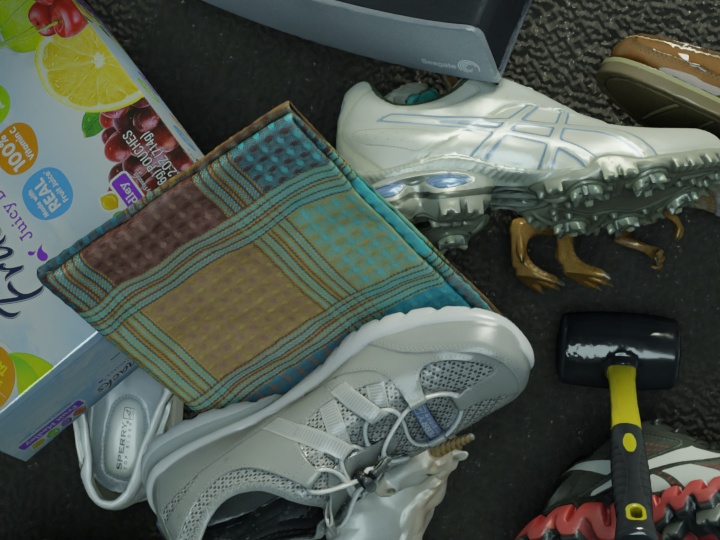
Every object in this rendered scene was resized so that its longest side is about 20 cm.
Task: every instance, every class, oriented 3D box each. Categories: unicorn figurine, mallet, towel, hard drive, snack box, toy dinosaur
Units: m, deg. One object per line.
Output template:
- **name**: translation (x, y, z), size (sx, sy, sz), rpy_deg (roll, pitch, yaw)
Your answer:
- **unicorn figurine**: translation (0.002, 0.154, 0.913), size (0.137, 0.074, 0.200), rpy_deg (-22, 131, -5)
- **mallet**: translation (0.120, 0.075, 0.861), size (0.066, 0.200, 0.041), rpy_deg (7, 116, 10)
- **towel**: translation (-0.032, 0.021, 0.820), size (0.147, 0.022, 0.200), rpy_deg (-33, 132, 15)
- **hard drive**: translation (-0.003, -0.180, 0.872), size (0.200, 0.042, 0.135), rpy_deg (20, 83, 21)
- **snack box**: translation (-0.168, -0.035, 0.878), size (0.169, 0.068, 0.200), rpy_deg (-39, 66, 4)
- **toy dinosaur**: translation (0.107, -0.046, 0.925), size (0.200, 0.060, 0.106), rpy_deg (19, 74, -7)

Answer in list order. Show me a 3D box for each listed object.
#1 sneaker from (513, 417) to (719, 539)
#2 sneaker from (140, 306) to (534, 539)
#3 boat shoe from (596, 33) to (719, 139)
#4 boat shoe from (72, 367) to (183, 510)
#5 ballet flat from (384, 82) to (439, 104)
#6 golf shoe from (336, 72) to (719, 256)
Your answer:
- **sneaker**: translation (0.168, 0.114, 0.881), size (0.200, 0.098, 0.071), rpy_deg (-18, 121, 41)
- **sneaker**: translation (-0.006, 0.088, 0.816), size (0.200, 0.082, 0.075), rpy_deg (-28, 131, 12)
- **boat shoe**: translation (0.221, -0.086, 0.910), size (0.200, 0.072, 0.068), rpy_deg (23, 83, -8)
- **boat shoe**: translation (-0.120, 0.027, 0.917), size (0.071, 0.069, 0.201), rpy_deg (0, 94, 2)
- **ballet flat**: translation (0.000, 0.000, 0.920), size (0.072, 0.072, 0.201), rpy_deg (5, 93, 0)
- **golf shoe**: translation (0.084, -0.065, 0.858), size (0.200, 0.078, 0.097), rpy_deg (-5, 68, -12)
